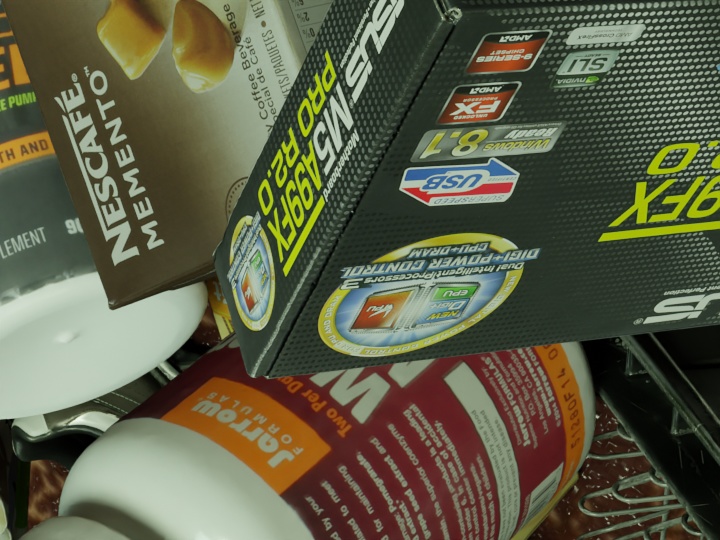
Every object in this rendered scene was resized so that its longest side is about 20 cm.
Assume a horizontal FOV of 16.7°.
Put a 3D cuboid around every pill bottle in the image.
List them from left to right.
[{"bbox_3d":[-0.134,-0.057,0.883,0.106,0.106,0.201,-54,52,52],"label":"pill bottle"},{"bbox_3d":[-0.023,0.075,0.757,0.109,0.200,0.110,26,135,29],"label":"pill bottle"}]

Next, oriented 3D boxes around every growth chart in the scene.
[{"bbox_3d":[-0.153,0.038,1.018,0.018,0.145,0.201,-4,128,-3],"label":"growth chart"}]

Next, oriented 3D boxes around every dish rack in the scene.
[{"bbox_3d":[0.111,0.112,0.805,0.154,0.054,0.201,-121,26,-57],"label":"dish rack"}]

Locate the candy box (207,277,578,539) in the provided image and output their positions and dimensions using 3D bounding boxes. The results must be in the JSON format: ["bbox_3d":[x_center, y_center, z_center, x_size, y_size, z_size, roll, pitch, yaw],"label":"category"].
[{"bbox_3d":[0.000,0.000,0.882,0.115,0.055,0.201,10,127,39],"label":"candy box"}]

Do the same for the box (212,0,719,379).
[{"bbox_3d":[0.076,-0.040,0.666,0.161,0.199,0.045,-60,43,49],"label":"box"}]

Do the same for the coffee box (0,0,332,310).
[{"bbox_3d":[-0.051,-0.104,0.765,0.114,0.079,0.201,-20,88,42],"label":"coffee box"}]

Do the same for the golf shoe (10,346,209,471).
[{"bbox_3d":[-0.058,0.105,0.999,0.200,0.094,0.078,40,141,8],"label":"golf shoe"}]
